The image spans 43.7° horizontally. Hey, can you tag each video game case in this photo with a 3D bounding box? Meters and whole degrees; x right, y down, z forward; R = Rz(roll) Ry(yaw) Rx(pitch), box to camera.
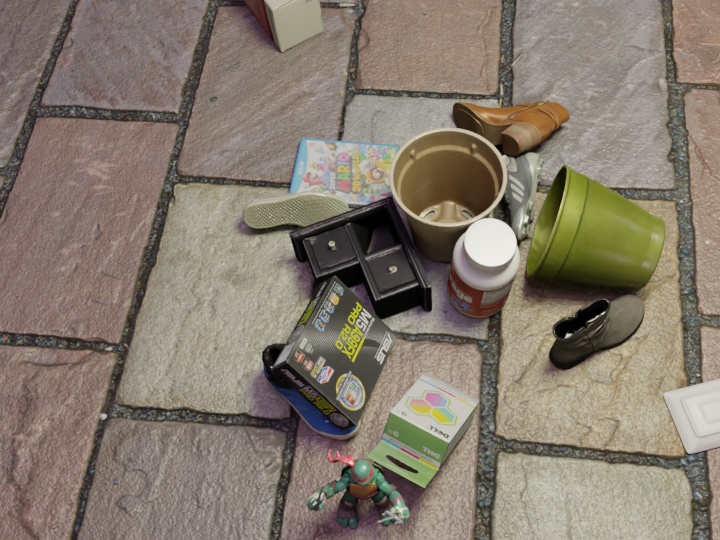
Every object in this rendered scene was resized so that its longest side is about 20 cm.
[{"bbox_3d":[-0.030,-0.188,1.739,0.198,0.018,0.144,5,62,8],"label":"video game case"}]

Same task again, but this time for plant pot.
[{"bbox_3d":[0.408,-0.055,1.542,0.191,0.201,0.202,18,63,2],"label":"plant pot"},{"bbox_3d":[0.152,-0.115,1.588,0.198,0.184,0.202,-2,61,3],"label":"plant pot"}]

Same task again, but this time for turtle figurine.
[{"bbox_3d":[0.005,0.333,1.343,0.148,0.200,0.101,10,63,10],"label":"turtle figurine"}]

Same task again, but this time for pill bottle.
[{"bbox_3d":[0.206,-0.005,1.507,0.111,0.200,0.113,0,66,1],"label":"pill bottle"}]

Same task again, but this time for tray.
[{"bbox_3d":[0.605,0.221,1.454,0.198,0.022,0.108,-14,60,-3],"label":"tray"}]

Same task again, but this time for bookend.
[{"bbox_3d":[0.000,0.000,1.590,0.198,0.092,0.200,-19,61,-4],"label":"bookend"}]

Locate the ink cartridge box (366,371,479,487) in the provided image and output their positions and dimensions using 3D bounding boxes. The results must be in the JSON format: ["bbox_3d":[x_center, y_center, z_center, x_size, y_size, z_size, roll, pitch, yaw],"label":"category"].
[{"bbox_3d":[0.101,0.244,1.404,0.103,0.060,0.200,26,29,17],"label":"ink cartridge box"}]

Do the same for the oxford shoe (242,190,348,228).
[{"bbox_3d":[-0.121,-0.118,1.685,0.198,0.076,0.058,-4,25,1],"label":"oxford shoe"}]

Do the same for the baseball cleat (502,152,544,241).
[{"bbox_3d":[0.279,-0.137,1.664,0.105,0.070,0.201,8,52,17],"label":"baseball cleat"}]

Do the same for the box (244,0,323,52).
[{"bbox_3d":[-0.177,-0.589,1.912,0.108,0.128,0.201,-29,62,-11],"label":"box"}]

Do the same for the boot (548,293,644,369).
[{"bbox_3d":[0.400,0.084,1.485,0.199,0.131,0.068,-31,63,-12],"label":"boot"}]

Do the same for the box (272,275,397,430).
[{"bbox_3d":[-0.037,0.132,1.468,0.160,0.044,0.201,44,47,-16],"label":"box"}]

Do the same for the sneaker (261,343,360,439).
[{"bbox_3d":[-0.086,0.195,1.479,0.200,0.112,0.077,38,70,22],"label":"sneaker"}]

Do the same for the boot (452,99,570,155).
[{"bbox_3d":[0.291,-0.302,1.744,0.155,0.077,0.199,-33,41,-27],"label":"boot"}]
